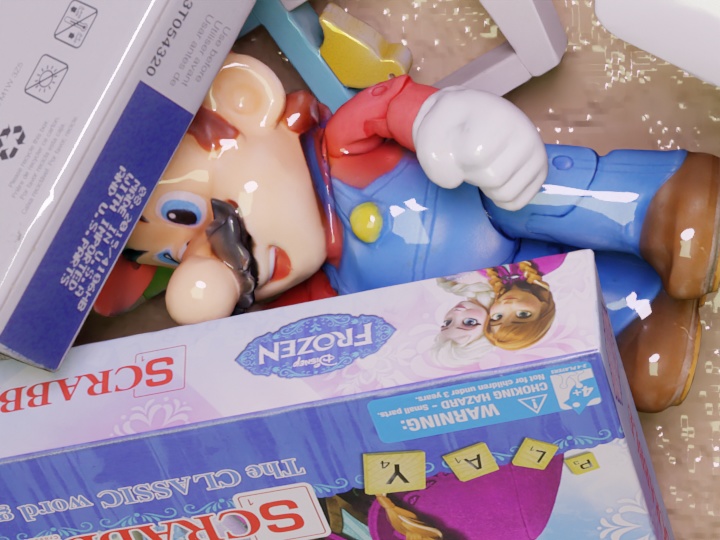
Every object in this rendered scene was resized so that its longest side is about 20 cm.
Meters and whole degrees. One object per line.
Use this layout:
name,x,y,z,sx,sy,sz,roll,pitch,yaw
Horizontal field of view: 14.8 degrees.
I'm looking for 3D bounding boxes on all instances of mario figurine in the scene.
mario figurine,0.000,0.000,0.791,0.200,0.106,0.124,10,102,4

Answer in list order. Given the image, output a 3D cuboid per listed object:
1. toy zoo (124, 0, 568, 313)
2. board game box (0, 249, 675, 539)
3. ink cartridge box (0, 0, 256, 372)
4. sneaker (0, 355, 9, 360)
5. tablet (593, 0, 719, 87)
toy zoo,-0.030,-0.085,0.831,0.200,0.020,0.131,-30,105,25
board game box,-0.008,0.090,0.822,0.200,0.041,0.200,-11,136,11
ink cartridge box,-0.113,-0.096,0.797,0.200,0.043,0.197,28,89,39
sneaker,-0.092,0.031,0.872,0.115,0.076,0.201,-10,112,13
tablet,0.168,-0.072,0.655,0.200,0.014,0.130,27,110,6
